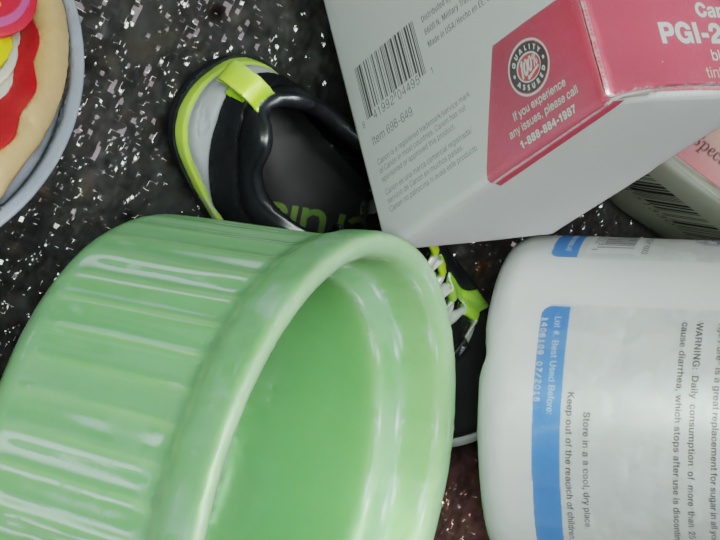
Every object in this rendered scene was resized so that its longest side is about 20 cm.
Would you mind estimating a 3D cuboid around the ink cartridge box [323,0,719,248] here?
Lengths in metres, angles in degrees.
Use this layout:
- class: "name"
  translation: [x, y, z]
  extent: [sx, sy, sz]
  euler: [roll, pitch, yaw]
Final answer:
- class: "ink cartridge box"
  translation: [0.052, -0.127, 1.007]
  extent: [0.084, 0.146, 0.201]
  euler: [-5, 73, -35]

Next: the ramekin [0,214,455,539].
- class: "ramekin"
  translation: [-0.052, 0.075, 0.998]
  extent: [0.200, 0.097, 0.201]
  euler: [-42, 138, -52]

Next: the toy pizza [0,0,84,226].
- class: "toy pizza"
  translation: [-0.186, -0.087, 0.924]
  extent: [0.199, 0.032, 0.201]
  euler: [10, 57, -15]

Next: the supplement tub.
- class: "supplement tub"
  translation: [0.151, 0.054, 1.063]
  extent: [0.199, 0.132, 0.133]
  euler: [3, 96, 14]

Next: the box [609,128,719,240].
- class: "box"
  translation: [0.164, -0.115, 1.132]
  extent: [0.128, 0.109, 0.201]
  euler: [34, 80, -27]

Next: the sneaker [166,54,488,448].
- class: "sneaker"
  translation: [0.000, 0.000, 1.070]
  extent: [0.072, 0.083, 0.200]
  euler: [-50, 116, -14]
